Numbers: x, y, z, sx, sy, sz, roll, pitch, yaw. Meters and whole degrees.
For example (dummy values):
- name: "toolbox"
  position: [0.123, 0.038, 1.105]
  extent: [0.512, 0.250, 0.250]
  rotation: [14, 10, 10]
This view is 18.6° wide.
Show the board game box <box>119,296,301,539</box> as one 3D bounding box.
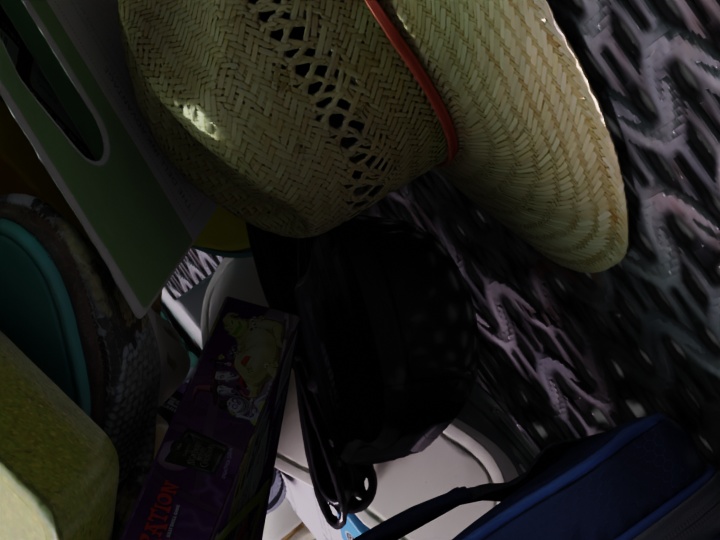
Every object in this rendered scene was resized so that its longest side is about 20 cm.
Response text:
- name: "board game box"
  position: [-0.057, 0.119, 0.672]
  extent: [0.032, 0.121, 0.201]
  rotation: [13, 134, 2]

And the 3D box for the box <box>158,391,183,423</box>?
- name: "box"
  position: [-0.145, 0.064, 0.825]
  extent: [0.199, 0.044, 0.160]
  rotation: [26, -162, 4]

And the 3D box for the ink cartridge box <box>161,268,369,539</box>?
- name: "ink cartridge box"
  position: [-0.016, 0.060, 0.967]
  extent: [0.200, 0.066, 0.116]
  rotation: [50, 167, 24]

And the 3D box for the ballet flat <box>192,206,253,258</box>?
- name: "ballet flat"
  position: [-0.095, -0.079, 0.919]
  extent: [0.200, 0.066, 0.067]
  rotation: [46, 159, 43]

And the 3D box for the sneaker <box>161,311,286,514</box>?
- name: "sneaker"
  position: [-0.117, 0.054, 0.975]
  extent: [0.200, 0.087, 0.075]
  rotation: [44, 164, 42]

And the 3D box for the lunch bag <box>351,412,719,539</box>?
- name: "lunch bag"
  position: [0.036, 0.135, 0.652]
  extent: [0.133, 0.199, 0.136]
  rotation: [55, 175, 10]

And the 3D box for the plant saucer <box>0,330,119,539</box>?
- name: "plant saucer"
  position: [-0.136, 0.066, 0.639]
  extent: [0.199, 0.048, 0.201]
  rotation: [40, 139, 27]

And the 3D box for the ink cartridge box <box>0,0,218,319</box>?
- name: "ink cartridge box"
  position: [-0.086, -0.080, 0.664]
  extent: [0.146, 0.048, 0.200]
  rotation: [59, -154, -16]

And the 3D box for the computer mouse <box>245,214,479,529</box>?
- name: "computer mouse"
  position: [0.000, 0.000, 0.743]
  extent: [0.200, 0.046, 0.142]
  rotation: [113, 143, -71]

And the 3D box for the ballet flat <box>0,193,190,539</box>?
- name: "ballet flat"
  position: [-0.086, 0.047, 0.670]
  extent: [0.072, 0.072, 0.202]
  rotation: [46, 143, 36]

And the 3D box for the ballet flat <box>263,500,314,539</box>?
- name: "ballet flat"
  position: [-0.013, 0.143, 1.147]
  extent: [0.201, 0.072, 0.072]
  rotation: [51, 168, 19]

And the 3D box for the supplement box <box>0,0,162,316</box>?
- name: "supplement box"
  position: [-0.168, -0.088, 0.725]
  extent: [0.197, 0.132, 0.201]
  rotation: [49, -154, -35]

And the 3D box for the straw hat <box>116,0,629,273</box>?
- name: "straw hat"
  position: [-0.019, -0.060, 0.611]
  extent: [0.202, 0.085, 0.201]
  rotation: [52, 168, 15]

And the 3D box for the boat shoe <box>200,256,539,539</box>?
- name: "boat shoe"
  position: [0.007, 0.056, 0.859]
  extent: [0.062, 0.073, 0.200]
  rotation: [17, -164, -46]
